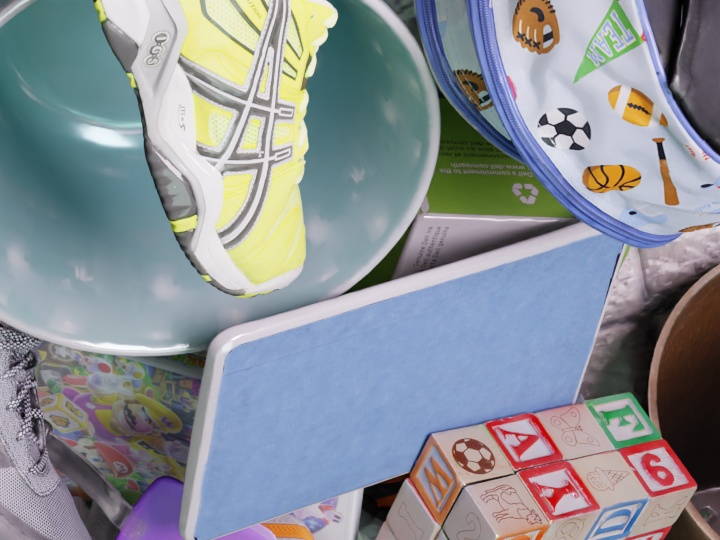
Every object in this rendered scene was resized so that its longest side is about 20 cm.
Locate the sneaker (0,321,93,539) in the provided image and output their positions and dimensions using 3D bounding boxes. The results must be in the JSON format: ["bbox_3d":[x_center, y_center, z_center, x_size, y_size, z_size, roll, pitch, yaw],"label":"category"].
[{"bbox_3d":[-0.147,0.041,1.060,0.114,0.075,0.200,-35,95,12],"label":"sneaker"}]

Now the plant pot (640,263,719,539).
[{"bbox_3d":[0.208,0.114,1.254,0.186,0.188,0.200,-4,153,-12],"label":"plant pot"}]

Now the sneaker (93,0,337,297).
[{"bbox_3d":[-0.041,-0.068,0.865,0.076,0.076,0.201,-16,136,1],"label":"sneaker"}]

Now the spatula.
[{"bbox_3d":[-0.129,0.085,1.112,0.057,0.200,0.021,-59,167,12],"label":"spatula"}]

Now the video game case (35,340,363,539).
[{"bbox_3d":[-0.096,0.082,1.155,0.199,0.018,0.144,15,139,8],"label":"video game case"}]

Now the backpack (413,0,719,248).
[{"bbox_3d":[0.106,-0.108,0.933,0.154,0.192,0.200,-24,142,36],"label":"backpack"}]

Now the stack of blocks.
[{"bbox_3d":[0.058,0.151,1.165,0.115,0.059,0.201,-10,141,-34],"label":"stack of blocks"}]

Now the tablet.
[{"bbox_3d":[0.019,0.044,1.059,0.199,0.014,0.131,-16,141,-26],"label":"tablet"}]

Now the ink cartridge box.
[{"bbox_3d":[0.000,0.000,1.115,0.199,0.076,0.148,0,138,-19],"label":"ink cartridge box"}]

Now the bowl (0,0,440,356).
[{"bbox_3d":[-0.077,-0.073,0.975,0.199,0.105,0.202,-8,134,-9],"label":"bowl"}]

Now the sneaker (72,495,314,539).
[{"bbox_3d":[-0.101,0.168,1.178,0.199,0.078,0.112,2,135,22],"label":"sneaker"}]

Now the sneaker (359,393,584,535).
[{"bbox_3d":[0.049,0.080,1.226,0.112,0.078,0.200,-43,136,16],"label":"sneaker"}]
